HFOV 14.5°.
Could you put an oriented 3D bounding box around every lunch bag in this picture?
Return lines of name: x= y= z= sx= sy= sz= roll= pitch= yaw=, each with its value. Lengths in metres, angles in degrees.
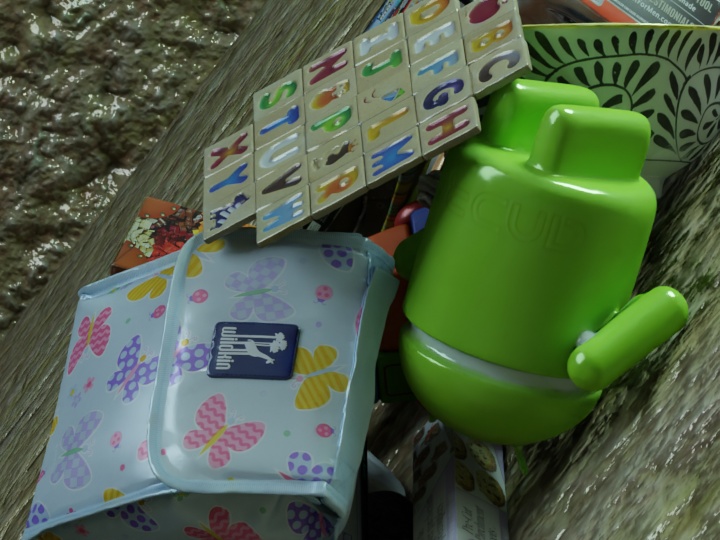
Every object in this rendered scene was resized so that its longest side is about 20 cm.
lunch bag: x=-0.074 y=0.073 z=1.525 sx=0.199 sy=0.127 sz=0.170 roll=-17 pitch=50 yaw=39

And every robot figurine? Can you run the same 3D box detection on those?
robot figurine: x=0.087 y=0.002 z=1.495 sx=0.175 sy=0.115 sz=0.201 roll=30 pitch=110 yaw=45

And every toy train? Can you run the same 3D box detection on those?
toy train: x=0.000 y=0.000 z=1.632 sx=0.085 sy=0.115 sz=0.201 roll=-100 pitch=3 yaw=-45

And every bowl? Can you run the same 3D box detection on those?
bowl: x=0.128 y=-0.087 z=1.607 sx=0.201 sy=0.200 sz=0.095 roll=-175 pitch=84 yaw=-76

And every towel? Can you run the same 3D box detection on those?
towel: x=0.020 y=-0.036 z=1.725 sx=0.200 sy=0.018 sz=0.086 roll=109 pitch=-174 yaw=-50

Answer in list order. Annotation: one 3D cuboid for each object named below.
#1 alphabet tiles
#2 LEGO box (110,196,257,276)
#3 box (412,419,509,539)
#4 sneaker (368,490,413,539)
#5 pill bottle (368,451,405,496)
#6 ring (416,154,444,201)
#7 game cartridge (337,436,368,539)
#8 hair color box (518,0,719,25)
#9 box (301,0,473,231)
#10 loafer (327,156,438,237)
alphabet tiles: x=0.000 y=-0.086 z=1.519 sx=0.199 sy=0.006 sz=0.167 roll=-28 pitch=28 yaw=14
LEGO box: x=-0.090 y=0.066 z=1.842 sx=0.077 sy=0.148 sz=0.201 roll=-68 pitch=-9 yaw=-48
box: x=0.054 y=0.129 z=1.537 sx=0.039 sy=0.041 sz=0.200 roll=-51 pitch=11 yaw=17
sneaker: x=-0.036 y=0.211 z=1.591 sx=0.200 sy=0.070 sz=0.082 roll=-57 pitch=16 yaw=-17
pill bottle: x=-0.075 y=0.181 z=1.710 sx=0.200 sy=0.119 sz=0.120 roll=-55 pitch=12 yaw=5
ring: x=0.034 y=-0.007 z=1.839 sx=0.200 sy=0.019 sz=0.201 roll=25 pitch=-90 yaw=-86
game cartridge: x=-0.050 y=0.149 z=1.565 sx=0.129 sy=0.038 sz=0.201 roll=-30 pitch=36 yaw=24
hair color box: x=0.134 y=-0.152 z=1.827 sx=0.064 sy=0.111 sz=0.200 roll=-61 pitch=13 yaw=-22
box: x=0.003 y=-0.113 z=1.881 sx=0.200 sy=0.035 sz=0.110 roll=-55 pitch=15 yaw=8
loafer: x=-0.002 y=-0.023 z=1.926 sx=0.200 sy=0.071 sz=0.073 roll=-60 pitch=-8 yaw=-54
